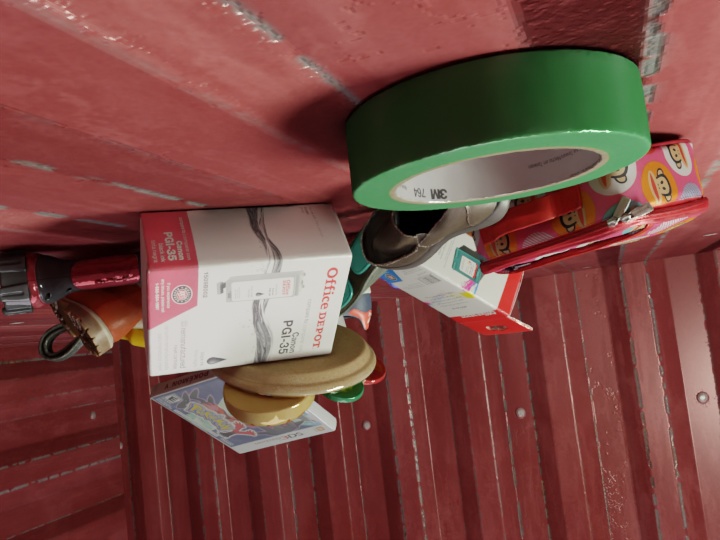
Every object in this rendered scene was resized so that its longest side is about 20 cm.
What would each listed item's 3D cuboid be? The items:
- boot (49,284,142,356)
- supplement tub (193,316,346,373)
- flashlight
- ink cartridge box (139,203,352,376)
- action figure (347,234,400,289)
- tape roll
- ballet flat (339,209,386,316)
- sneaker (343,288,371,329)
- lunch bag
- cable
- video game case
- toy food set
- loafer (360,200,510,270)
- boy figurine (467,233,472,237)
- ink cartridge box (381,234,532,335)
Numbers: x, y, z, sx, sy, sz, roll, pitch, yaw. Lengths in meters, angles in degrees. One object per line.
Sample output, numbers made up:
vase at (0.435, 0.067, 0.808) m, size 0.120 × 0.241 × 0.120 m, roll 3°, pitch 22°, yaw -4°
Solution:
boot at (-0.331, 0.031, 0.877) m, size 0.198 × 0.076 × 0.107 m, roll 22°, pitch -129°, yaw 41°
supplement tub at (-0.131, 0.109, 0.993) m, size 0.197 × 0.148 × 0.143 m, roll -24°, pitch 167°, yaw 30°
flashlight at (-0.298, 0.003, 0.783) m, size 0.195 × 0.069 × 0.069 m, roll -8°, pitch 139°, yaw -22°
ink cartridge box at (-0.118, 0.017, 0.702) m, size 0.195 × 0.084 × 0.149 m, roll -5°, pitch 133°, yaw -21°
action figure at (0.018, -0.013, 1.004) m, size 0.198 × 0.066 × 0.052 m, roll 19°, pitch -163°, yaw -47°
tape roll at (0.088, -0.084, 0.468) m, size 0.195 × 0.050 × 0.200 m, roll -7°, pitch 174°, yaw -1°
ballet flat at (0.000, 0.000, 0.813) m, size 0.063 × 0.068 × 0.200 m, roll -2°, pitch 145°, yaw -47°
sneaker at (-0.077, 0.072, 1.075) m, size 0.195 × 0.087 × 0.075 m, roll -8°, pitch 175°, yaw 7°
lunch bag at (0.199, -0.055, 0.651) m, size 0.173 × 0.084 × 0.199 m, roll -12°, pitch 175°, yaw -35°
cable at (-0.333, 0.062, 0.904) m, size 0.195 × 0.100 × 0.050 m, roll -9°, pitch 172°, yaw 4°
video game case at (-0.158, 0.191, 0.962) m, size 0.179 × 0.023 × 0.200 m, roll -19°, pitch 136°, yaw 25°
toy food set at (-0.072, 0.106, 0.791) m, size 0.193 × 0.050 × 0.199 m, roll -6°, pitch -163°, yaw -25°
loafer at (0.051, -0.055, 0.656) m, size 0.070 × 0.075 × 0.199 m, roll 1°, pitch 161°, yaw -33°
boy figurine at (0.169, -0.043, 0.924) m, size 0.121 × 0.066 × 0.200 m, roll -5°, pitch 173°, yaw -19°
ink cartridge box at (0.121, 0.008, 0.882) m, size 0.197 × 0.069 × 0.116 m, roll 29°, pitch 162°, yaw -18°
